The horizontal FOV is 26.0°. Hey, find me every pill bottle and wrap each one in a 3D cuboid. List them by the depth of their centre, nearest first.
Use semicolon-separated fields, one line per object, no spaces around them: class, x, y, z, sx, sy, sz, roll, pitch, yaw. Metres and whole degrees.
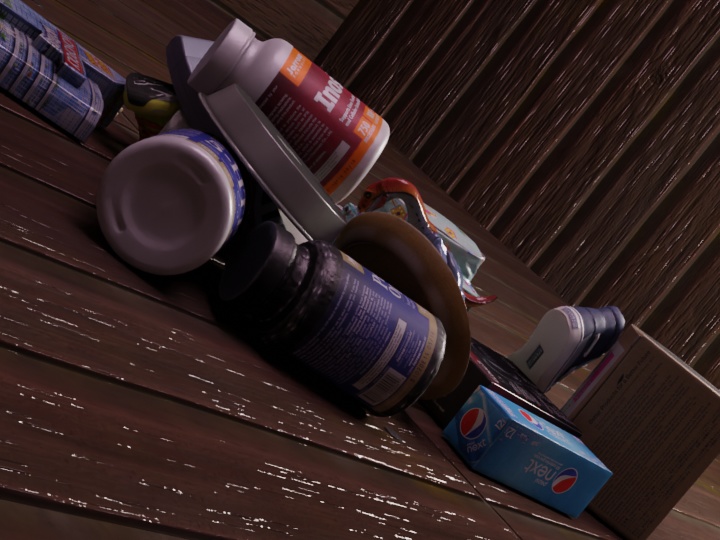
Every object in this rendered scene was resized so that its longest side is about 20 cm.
pill bottle;-0.162;-0.068;1.420;0.120;0.120;0.200;38;9;-3
pill bottle;-0.027;0.043;1.432;0.200;0.112;0.112;35;9;-25
pill bottle;-0.077;-0.167;1.629;0.200;0.113;0.113;37;9;-14

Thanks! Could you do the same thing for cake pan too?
cake pan;-0.080;-0.102;1.499;0.200;0.037;0.200;51;3;-4

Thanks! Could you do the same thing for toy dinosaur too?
toy dinosaur;0.058;-0.019;1.631;0.104;0.182;0.200;1;19;25

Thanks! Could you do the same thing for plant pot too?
plant pot;0.030;0.040;1.554;0.027;0.201;0.200;-25;56;-37

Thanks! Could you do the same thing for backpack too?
backpack;0.040;-0.011;1.836;0.175;0.154;0.200;31;-4;-19

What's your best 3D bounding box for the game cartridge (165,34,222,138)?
game cartridge;-0.135;-0.173;1.707;0.133;0.040;0.201;-1;54;-45

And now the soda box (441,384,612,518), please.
soda box;0.178;0.193;1.647;0.200;0.068;0.064;30;11;-43

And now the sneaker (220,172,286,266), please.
sneaker;-0.089;-0.028;1.578;0.108;0.070;0.201;29;34;-43

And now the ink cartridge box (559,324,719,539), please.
ink cartridge box;0.318;0.190;1.807;0.165;0.200;0.075;38;8;-6

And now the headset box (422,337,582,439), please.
headset box;0.130;0.135;1.722;0.200;0.077;0.149;29;12;-44

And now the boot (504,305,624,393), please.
boot;0.230;0.111;1.842;0.090;0.200;0.073;-2;58;-32

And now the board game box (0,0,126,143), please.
board game box;-0.330;-0.215;1.672;0.200;0.062;0.200;34;10;-26

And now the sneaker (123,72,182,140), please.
sneaker;-0.220;-0.166;1.764;0.078;0.091;0.200;22;3;13

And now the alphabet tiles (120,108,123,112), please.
alphabet tiles;-0.373;-0.256;1.881;0.200;0.006;0.166;46;11;36

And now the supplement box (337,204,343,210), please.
supplement box;-0.062;-0.058;1.970;0.109;0.061;0.200;44;9;34

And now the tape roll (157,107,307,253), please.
tape roll;-0.133;-0.093;1.686;0.202;0.037;0.203;30;36;-24
